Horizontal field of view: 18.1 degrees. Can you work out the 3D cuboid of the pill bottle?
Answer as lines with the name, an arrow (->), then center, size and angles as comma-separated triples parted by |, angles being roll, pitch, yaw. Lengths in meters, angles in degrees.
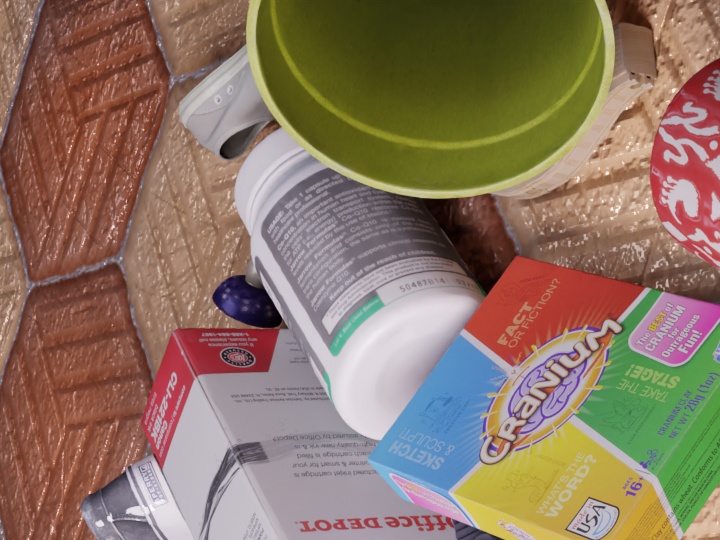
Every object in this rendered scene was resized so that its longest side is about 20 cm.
pill bottle -> 0.000, 0.000, 1.387 | 0.113, 0.113, 0.200 | -60, 40, 27

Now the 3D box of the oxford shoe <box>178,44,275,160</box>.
oxford shoe -> -0.048, -0.139, 1.537 | 0.200, 0.075, 0.058 | -39, 79, 39

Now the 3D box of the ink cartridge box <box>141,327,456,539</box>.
ink cartridge box -> -0.028, 0.129, 1.365 | 0.200, 0.144, 0.084 | 58, 137, 43

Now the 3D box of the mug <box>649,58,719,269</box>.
mug -> 0.227, -0.010, 1.057 | 0.200, 0.133, 0.178 | 32, 107, 56

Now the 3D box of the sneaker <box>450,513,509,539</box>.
sneaker -> 0.089, 0.142, 1.272 | 0.070, 0.082, 0.200 | -19, 38, 15

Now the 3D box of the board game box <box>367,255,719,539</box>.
board game box -> 0.114, 0.076, 1.202 | 0.200, 0.040, 0.153 | 15, 63, 53

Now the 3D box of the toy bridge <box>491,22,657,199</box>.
toy bridge -> 0.099, -0.078, 1.338 | 0.200, 0.027, 0.068 | -27, 62, 48

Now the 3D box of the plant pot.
plant pot -> 0.047, -0.179, 1.287 | 0.200, 0.200, 0.193 | -50, 19, 36

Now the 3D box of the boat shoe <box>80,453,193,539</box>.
boat shoe -> -0.130, 0.187, 1.471 | 0.068, 0.200, 0.072 | -26, 61, -1

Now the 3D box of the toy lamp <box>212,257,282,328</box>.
toy lamp -> -0.041, -0.059, 1.511 | 0.058, 0.058, 0.201 | 45, 121, 49
